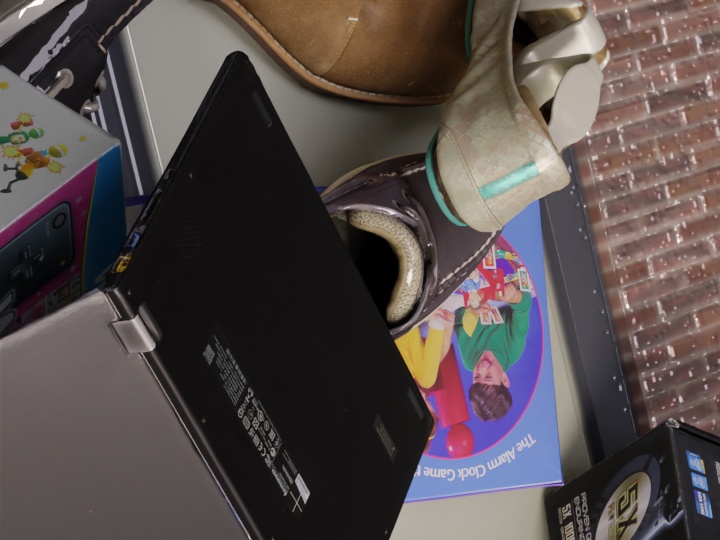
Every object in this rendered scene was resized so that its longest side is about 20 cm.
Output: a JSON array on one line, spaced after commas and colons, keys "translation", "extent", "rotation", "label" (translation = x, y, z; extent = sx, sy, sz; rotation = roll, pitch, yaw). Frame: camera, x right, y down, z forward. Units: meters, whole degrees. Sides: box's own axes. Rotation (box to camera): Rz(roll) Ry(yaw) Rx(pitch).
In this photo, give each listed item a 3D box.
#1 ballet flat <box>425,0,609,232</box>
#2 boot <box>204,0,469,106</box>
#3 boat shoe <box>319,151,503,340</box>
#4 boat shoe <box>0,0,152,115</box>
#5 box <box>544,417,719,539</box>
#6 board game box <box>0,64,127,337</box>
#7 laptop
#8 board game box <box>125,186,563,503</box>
[{"translation": [0.076, -0.079, 1.171], "extent": [0.068, 0.062, 0.200], "rotation": [56, 26, -24], "label": "ballet flat"}, {"translation": [-0.009, -0.124, 1.174], "extent": [0.200, 0.075, 0.074], "rotation": [25, 65, -36], "label": "boot"}, {"translation": [0.000, 0.000, 1.110], "extent": [0.200, 0.065, 0.072], "rotation": [-24, 97, -44], "label": "boat shoe"}, {"translation": [-0.135, -0.071, 1.076], "extent": [0.200, 0.074, 0.060], "rotation": [-41, 109, -29], "label": "boat shoe"}, {"translation": [0.175, 0.188, 1.229], "extent": [0.164, 0.086, 0.200], "rotation": [24, 46, -33], "label": "box"}, {"translation": [-0.171, 0.043, 0.999], "extent": [0.200, 0.064, 0.148], "rotation": [-42, 150, -32], "label": "board game box"}, {"translation": [-0.083, 0.061, 0.998], "extent": [0.188, 0.116, 0.200], "rotation": [63, 35, -34], "label": "laptop"}, {"translation": [-0.009, 0.033, 1.177], "extent": [0.200, 0.045, 0.135], "rotation": [-3, 87, -37], "label": "board game box"}]
